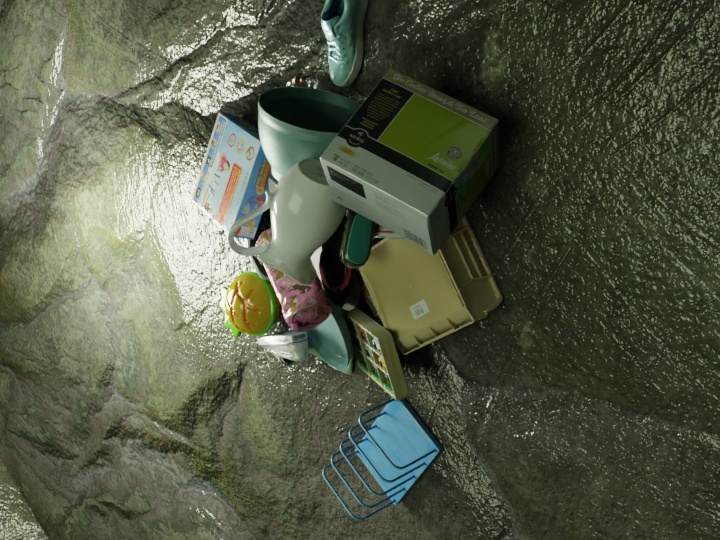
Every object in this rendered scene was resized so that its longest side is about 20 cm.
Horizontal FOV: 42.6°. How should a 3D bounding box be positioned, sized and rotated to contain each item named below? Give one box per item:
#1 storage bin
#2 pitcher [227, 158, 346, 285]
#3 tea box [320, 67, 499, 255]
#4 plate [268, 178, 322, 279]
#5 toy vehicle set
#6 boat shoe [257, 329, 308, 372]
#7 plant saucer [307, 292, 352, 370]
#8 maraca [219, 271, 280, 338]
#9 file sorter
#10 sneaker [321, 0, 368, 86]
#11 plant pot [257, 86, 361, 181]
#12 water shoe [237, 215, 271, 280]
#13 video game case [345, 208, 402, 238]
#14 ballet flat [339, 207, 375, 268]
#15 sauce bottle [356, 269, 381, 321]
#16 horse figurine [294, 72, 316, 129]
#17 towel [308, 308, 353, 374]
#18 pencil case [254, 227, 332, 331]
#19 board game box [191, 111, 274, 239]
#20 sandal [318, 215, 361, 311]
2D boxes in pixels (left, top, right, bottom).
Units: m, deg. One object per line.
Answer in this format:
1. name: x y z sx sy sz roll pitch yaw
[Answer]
1. storage bin: 0.114 0.016 1.574 0.200 0.094 0.199 -31 80 47
2. pitcher: -0.121 -0.089 1.549 0.121 0.171 0.200 -96 26 -53
3. tea box: 0.080 -0.168 1.419 0.200 0.197 0.134 31 163 21
4. plate: -0.110 -0.055 1.771 0.200 0.032 0.200 46 149 35
5. toy vehicle set: 0.025 0.147 1.684 0.200 0.026 0.124 31 141 67
6. boat shoe: -0.153 0.170 1.904 0.202 0.075 0.086 -10 92 62
7. plant saucer: -0.072 0.098 1.777 0.200 0.027 0.200 47 154 31
8. maraca: -0.241 0.075 1.960 0.200 0.107 0.137 -20 81 49
9. file sorter: 0.033 0.358 1.754 0.139 0.123 0.200 51 134 23
10. sneaker: -0.042 -0.416 1.601 0.074 0.082 0.200 27 122 39
11. plant pot: -0.090 -0.224 1.629 0.200 0.200 0.134 36 127 33
12. water shoe: -0.218 -0.067 1.931 0.200 0.071 0.079 68 158 13
13. video game case: 0.040 -0.126 1.581 0.200 0.017 0.143 6 79 58
14. ballet flat: 0.002 -0.102 1.555 0.075 0.068 0.200 -163 89 -70
15. sauce bottle: 0.000 0.000 1.710 0.066 0.066 0.200 -39 73 46
16. horse figurine: -0.114 -0.267 1.754 0.132 0.050 0.200 29 125 44
17. towel: -0.067 0.092 1.844 0.152 0.023 0.200 24 120 39
18. pencil case: -0.124 0.015 1.682 0.087 0.083 0.200 -41 57 21
19. board game box: -0.249 -0.192 1.850 0.196 0.056 0.200 39 113 47
20. sandal: -0.044 -0.009 1.642 0.075 0.045 0.200 5 124 18
